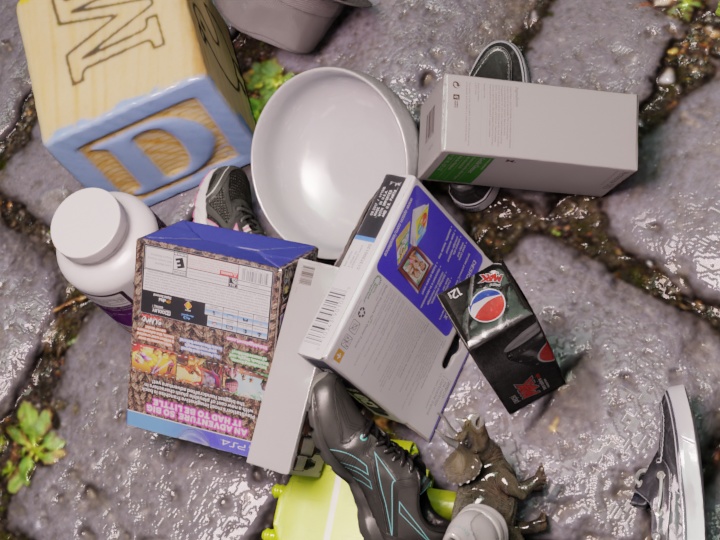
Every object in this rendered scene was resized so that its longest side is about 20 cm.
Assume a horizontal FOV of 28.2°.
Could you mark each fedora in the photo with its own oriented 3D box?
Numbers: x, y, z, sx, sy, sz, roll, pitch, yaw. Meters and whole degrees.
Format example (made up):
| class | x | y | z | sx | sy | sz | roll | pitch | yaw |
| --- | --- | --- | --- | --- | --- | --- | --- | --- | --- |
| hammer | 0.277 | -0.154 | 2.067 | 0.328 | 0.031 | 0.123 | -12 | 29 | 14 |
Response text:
| class | x | y | z | sx | sy | sz | roll | pitch | yaw |
| --- | --- | --- | --- | --- | --- | --- | --- | --- | --- |
| fedora | -0.094 | -0.309 | 1.632 | 0.200 | 0.177 | 0.091 | 35 | 111 | 20 |

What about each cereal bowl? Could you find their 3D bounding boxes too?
| class | x | y | z | sx | sy | sz | roll | pitch | yaw |
| --- | --- | --- | --- | --- | --- | --- | --- | --- | --- |
| cereal bowl | -0.015 | -0.114 | 1.524 | 0.199 | 0.083 | 0.201 | 3 | 96 | 30 |

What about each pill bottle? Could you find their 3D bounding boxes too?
| class | x | y | z | sx | sy | sz | roll | pitch | yaw |
| --- | --- | --- | --- | --- | --- | --- | --- | --- | --- |
| pill bottle | -0.244 | -0.009 | 1.506 | 0.112 | 0.200 | 0.113 | -7 | 65 | 15 |

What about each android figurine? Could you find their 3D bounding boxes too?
| class | x | y | z | sx | sy | sz | roll | pitch | yaw |
| --- | --- | --- | --- | --- | --- | --- | --- | --- | --- |
| android figurine | 0.000 | 0.249 | 1.401 | 0.199 | 0.041 | 0.183 | 3 | 69 | 17 |

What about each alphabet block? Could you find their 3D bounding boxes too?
| class | x | y | z | sx | sy | sz | roll | pitch | yaw |
| --- | --- | --- | --- | --- | --- | --- | --- | --- | --- |
| alphabet block | -0.246 | -0.212 | 1.603 | 0.195 | 0.195 | 0.201 | -21 | 63 | 6 |

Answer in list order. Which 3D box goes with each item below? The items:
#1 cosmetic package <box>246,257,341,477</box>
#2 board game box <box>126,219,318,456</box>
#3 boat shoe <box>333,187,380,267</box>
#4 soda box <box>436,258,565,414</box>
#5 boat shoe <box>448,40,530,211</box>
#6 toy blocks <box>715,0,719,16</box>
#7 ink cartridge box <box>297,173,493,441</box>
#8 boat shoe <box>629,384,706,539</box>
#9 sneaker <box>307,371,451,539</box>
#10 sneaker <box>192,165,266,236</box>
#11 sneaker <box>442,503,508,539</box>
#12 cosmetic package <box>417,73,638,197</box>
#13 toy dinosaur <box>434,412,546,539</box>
| class | x | y | z | sx | sy | sz | roll | pitch | yaw |
| --- | --- | --- | --- | --- | --- | --- | --- | --- | --- |
| cosmetic package | -0.048 | 0.096 | 1.386 | 0.050 | 0.083 | 0.201 | 13 | 85 | 21 |
| board game box | -0.138 | 0.067 | 1.437 | 0.159 | 0.097 | 0.201 | 12 | 107 | 19 |
| boat shoe | 0.000 | 0.000 | 1.449 | 0.067 | 0.057 | 0.201 | 31 | 113 | 20 |
| soda box | 0.136 | 0.066 | 1.346 | 0.071 | 0.200 | 0.064 | -29 | 63 | 4 |
| boat shoe | 0.129 | -0.166 | 1.526 | 0.073 | 0.068 | 0.200 | 13 | 71 | 22 |
| toy blocks | 0.385 | -0.340 | 1.480 | 0.199 | 0.137 | 0.100 | 28 | 78 | 27 |
| ink cartridge box | 0.046 | 0.039 | 1.399 | 0.043 | 0.200 | 0.199 | 13 | 70 | 41 |
| boat shoe | 0.280 | 0.204 | 1.316 | 0.067 | 0.072 | 0.201 | -5 | 73 | 14 |
| sneaker | 0.018 | 0.178 | 1.327 | 0.079 | 0.075 | 0.201 | -22 | 101 | 20 |
| sneaker | -0.119 | -0.017 | 1.530 | 0.086 | 0.080 | 0.201 | -16 | 73 | 33 |
| sneaker | 0.085 | 0.314 | 1.283 | 0.075 | 0.088 | 0.201 | 5 | 99 | 27 |
| cosmetic package | 0.166 | -0.134 | 1.429 | 0.199 | 0.108 | 0.085 | 6 | 76 | -9 |
| toy dinosaur | 0.125 | 0.231 | 1.348 | 0.102 | 0.077 | 0.201 | -3 | 88 | 3 |
